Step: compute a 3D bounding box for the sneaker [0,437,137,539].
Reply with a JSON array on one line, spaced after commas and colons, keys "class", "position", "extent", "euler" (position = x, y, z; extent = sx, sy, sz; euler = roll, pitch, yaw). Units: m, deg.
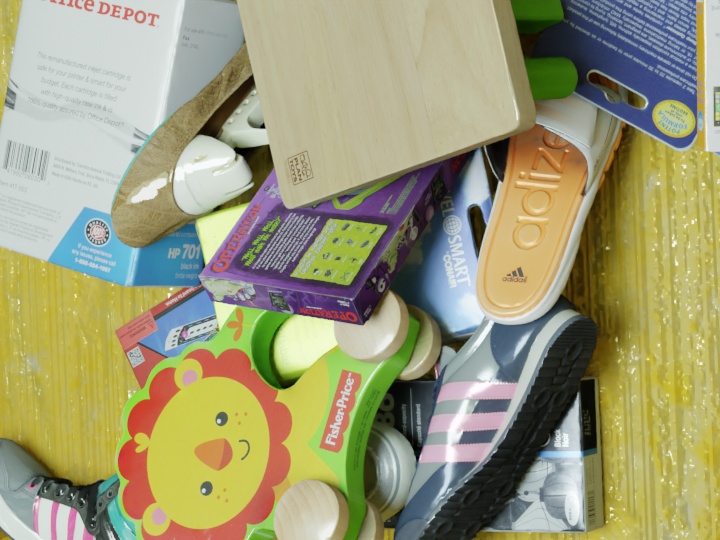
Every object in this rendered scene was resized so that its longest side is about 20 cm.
[{"class": "sneaker", "position": [-0.182, 0.161, 1.583], "extent": [0.200, 0.083, 0.121], "euler": [45, 109, 20]}]

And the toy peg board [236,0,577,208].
[{"class": "toy peg board", "position": [0.031, -0.160, 1.381], "extent": [0.198, 0.097, 0.202], "euler": [-18, 83, 43]}]

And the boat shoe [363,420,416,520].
[{"class": "boat shoe", "position": [-0.051, 0.139, 1.496], "extent": [0.200, 0.071, 0.071], "euler": [-8, 87, 44]}]

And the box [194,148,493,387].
[{"class": "box", "position": [0.000, 0.000, 1.486], "extent": [0.198, 0.048, 0.123], "euler": [-14, 83, 13]}]

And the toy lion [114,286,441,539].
[{"class": "toy lion", "position": [-0.064, 0.096, 1.438], "extent": [0.190, 0.069, 0.202], "euler": [14, 82, 31]}]

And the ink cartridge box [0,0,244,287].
[{"class": "ink cartridge box", "position": [-0.170, -0.101, 1.561], "extent": [0.146, 0.086, 0.202], "euler": [16, 97, 34]}]

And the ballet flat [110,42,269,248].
[{"class": "ballet flat", "position": [-0.082, -0.089, 1.488], "extent": [0.072, 0.068, 0.200], "euler": [19, 58, 42]}]

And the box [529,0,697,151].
[{"class": "box", "position": [0.197, -0.187, 1.379], "extent": [0.120, 0.032, 0.201], "euler": [28, 103, -7]}]

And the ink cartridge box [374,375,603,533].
[{"class": "ink cartridge box", "position": [0.060, 0.120, 1.484], "extent": [0.198, 0.039, 0.100], "euler": [-3, 90, 28]}]

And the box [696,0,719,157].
[{"class": "box", "position": [0.259, -0.149, 1.342], "extent": [0.118, 0.041, 0.202], "euler": [-1, 99, 1]}]

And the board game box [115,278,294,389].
[{"class": "board game box", "position": [-0.072, 0.042, 1.560], "extent": [0.199, 0.019, 0.104], "euler": [-31, 79, 24]}]

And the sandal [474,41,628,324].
[{"class": "sandal", "position": [0.113, -0.068, 1.398], "extent": [0.078, 0.059, 0.208], "euler": [2, 62, 24]}]

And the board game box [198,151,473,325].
[{"class": "board game box", "position": [-0.005, -0.051, 1.438], "extent": [0.119, 0.201, 0.032], "euler": [11, 141, 30]}]

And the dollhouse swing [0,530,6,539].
[{"class": "dollhouse swing", "position": [-0.370, 0.128, 1.628], "extent": [0.181, 0.175, 0.201], "euler": [-31, 78, 24]}]

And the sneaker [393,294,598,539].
[{"class": "sneaker", "position": [0.069, 0.094, 1.428], "extent": [0.082, 0.070, 0.201], "euler": [40, 103, 33]}]
